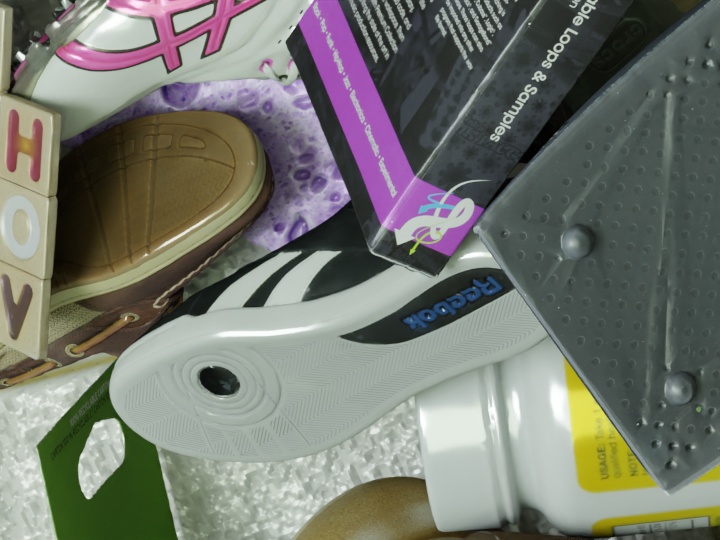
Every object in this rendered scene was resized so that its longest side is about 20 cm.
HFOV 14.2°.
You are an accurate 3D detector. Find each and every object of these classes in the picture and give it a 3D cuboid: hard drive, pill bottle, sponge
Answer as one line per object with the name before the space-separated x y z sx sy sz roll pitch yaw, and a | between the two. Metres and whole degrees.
hard drive | 0.142 -0.032 1.013 0.200 0.042 0.135 -40 105 -11
pill bottle | 0.123 0.045 1.133 0.199 0.114 0.115 -7 104 5
sponge | -0.017 -0.060 1.187 0.199 0.030 0.112 28 109 3

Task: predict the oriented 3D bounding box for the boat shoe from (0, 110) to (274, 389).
boat shoe | -0.104 0.000 1.194 0.199 0.073 0.072 -30 140 28

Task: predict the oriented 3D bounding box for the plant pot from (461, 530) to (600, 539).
plant pot | 0.114 0.183 1.118 0.199 0.187 0.187 27 110 -17

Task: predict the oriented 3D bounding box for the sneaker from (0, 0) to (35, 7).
sneaker | -0.118 -0.170 1.135 0.199 0.084 0.073 -32 72 26

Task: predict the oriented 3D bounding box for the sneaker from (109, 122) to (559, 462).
sneaker | 0.000 0.000 1.103 0.199 0.112 0.073 -19 126 30

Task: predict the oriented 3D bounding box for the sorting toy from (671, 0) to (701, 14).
sorting toy | 0.145 -0.221 1.079 0.199 0.070 0.199 -30 97 13

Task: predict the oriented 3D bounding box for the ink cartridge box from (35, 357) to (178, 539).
ink cartridge box | -0.059 0.140 1.189 0.075 0.148 0.201 -9 103 15

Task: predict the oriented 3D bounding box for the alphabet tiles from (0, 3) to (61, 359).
alphabet tiles | -0.189 -0.039 1.181 0.199 0.008 0.168 22 113 42

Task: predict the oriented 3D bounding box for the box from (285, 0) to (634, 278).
box | 0.052 -0.116 1.018 0.036 0.143 0.200 21 117 -28

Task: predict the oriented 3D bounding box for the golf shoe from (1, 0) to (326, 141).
golf shoe | -0.050 -0.101 1.127 0.199 0.073 0.092 -35 94 13

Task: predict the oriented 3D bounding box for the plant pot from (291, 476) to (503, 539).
plant pot | 0.024 0.184 1.165 0.027 0.200 0.201 -3 107 41

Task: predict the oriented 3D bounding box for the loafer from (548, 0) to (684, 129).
loafer | 0.112 -0.058 1.095 0.075 0.070 0.201 -33 73 -3
